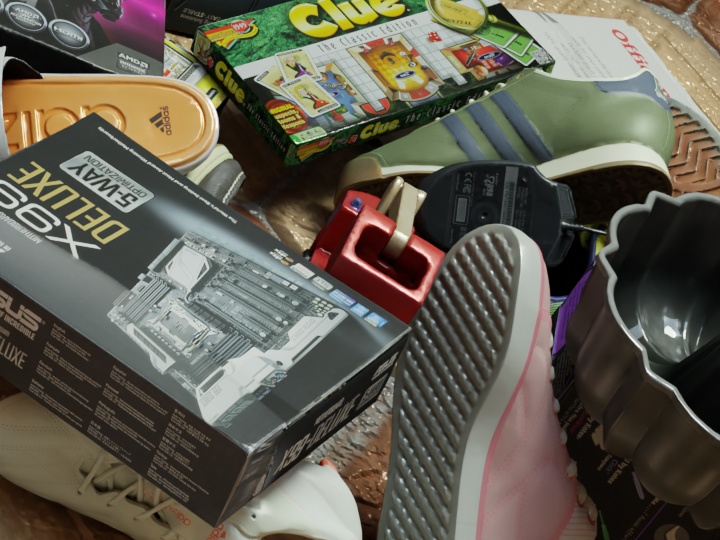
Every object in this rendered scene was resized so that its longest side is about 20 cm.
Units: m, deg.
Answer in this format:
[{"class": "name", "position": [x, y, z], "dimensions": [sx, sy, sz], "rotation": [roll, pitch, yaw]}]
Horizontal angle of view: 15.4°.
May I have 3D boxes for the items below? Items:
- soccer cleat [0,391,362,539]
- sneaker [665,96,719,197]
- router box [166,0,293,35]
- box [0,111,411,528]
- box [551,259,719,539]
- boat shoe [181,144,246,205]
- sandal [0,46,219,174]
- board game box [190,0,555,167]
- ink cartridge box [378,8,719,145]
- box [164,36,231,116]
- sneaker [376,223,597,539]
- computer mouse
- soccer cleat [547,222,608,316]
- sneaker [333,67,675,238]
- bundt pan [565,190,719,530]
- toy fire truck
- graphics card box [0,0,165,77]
[{"class": "soccer cleat", "position": [-0.084, 0.106, 1.252], "dimensions": [0.199, 0.069, 0.078], "rotation": [19, 37, -27]}, {"class": "sneaker", "position": [0.214, -0.015, 1.527], "dimensions": [0.200, 0.071, 0.080], "rotation": [56, 10, 30]}, {"class": "router box", "position": [-0.019, -0.205, 1.653], "dimensions": [0.199, 0.150, 0.062], "rotation": [12, 37, -30]}, {"class": "box", "position": [-0.099, 0.018, 1.242], "dimensions": [0.200, 0.050, 0.158], "rotation": [34, 32, 15]}, {"class": "box", "position": [0.180, 0.105, 1.449], "dimensions": [0.199, 0.106, 0.122], "rotation": [29, 34, -8]}, {"class": "boat shoe", "position": [-0.101, 0.003, 1.380], "dimensions": [0.065, 0.073, 0.200], "rotation": [40, 37, -4]}, {"class": "sandal", "position": [-0.173, -0.079, 1.349], "dimensions": [0.205, 0.059, 0.080], "rotation": [-8, 69, -11]}, {"class": "board game box", "position": [0.009, -0.126, 1.571], "dimensions": [0.199, 0.024, 0.105], "rotation": [-20, 54, -35]}, {"class": "ink cartridge box", "position": [0.116, -0.090, 1.680], "dimensions": [0.199, 0.083, 0.147], "rotation": [1, 44, -41]}, {"class": "box", "position": [-0.164, -0.090, 1.472], "dimensions": [0.136, 0.038, 0.200], "rotation": [34, 31, 1]}, {"class": "sneaker", "position": [0.073, 0.082, 1.335], "dimensions": [0.104, 0.201, 0.075], "rotation": [13, -3, -42]}, {"class": "computer mouse", "position": [0.126, -0.024, 1.478], "dimensions": [0.199, 0.059, 0.034], "rotation": [9, 3, 3]}, {"class": "soccer cleat", "position": [0.151, -0.025, 1.565], "dimensions": [0.200, 0.064, 0.084], "rotation": [-52, 122, -31]}, {"class": "sneaker", "position": [0.086, -0.073, 1.534], "dimensions": [0.067, 0.199, 0.090], "rotation": [61, 32, -48]}, {"class": "bundt pan", "position": [0.188, 0.058, 1.349], "dimensions": [0.201, 0.076, 0.202], "rotation": [22, 38, -18]}, {"class": "toy fire truck", "position": [0.000, 0.000, 1.397], "dimensions": [0.049, 0.141, 0.200], "rotation": [30, 32, -5]}, {"class": "graphics card box", "position": [-0.171, -0.157, 1.472], "dimensions": [0.125, 0.051, 0.201], "rotation": [22, 34, -17]}]
